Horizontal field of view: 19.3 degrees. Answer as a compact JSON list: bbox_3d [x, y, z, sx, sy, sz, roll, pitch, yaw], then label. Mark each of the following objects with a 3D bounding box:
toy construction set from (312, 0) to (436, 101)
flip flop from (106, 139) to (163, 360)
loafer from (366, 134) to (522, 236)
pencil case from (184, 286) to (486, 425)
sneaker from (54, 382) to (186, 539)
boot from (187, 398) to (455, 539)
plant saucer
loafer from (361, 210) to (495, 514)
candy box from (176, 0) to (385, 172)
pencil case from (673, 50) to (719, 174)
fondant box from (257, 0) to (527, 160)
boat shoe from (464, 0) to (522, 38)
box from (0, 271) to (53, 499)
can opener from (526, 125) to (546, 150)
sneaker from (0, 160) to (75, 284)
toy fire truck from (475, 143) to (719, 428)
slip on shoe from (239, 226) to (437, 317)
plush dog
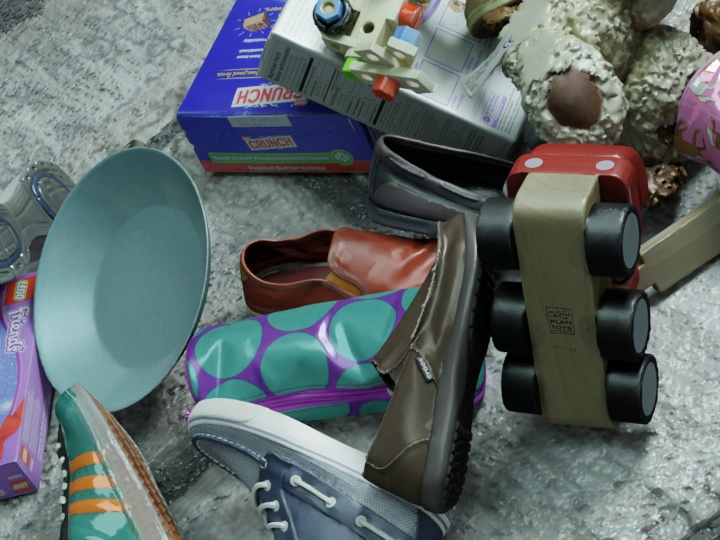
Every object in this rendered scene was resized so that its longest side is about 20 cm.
[{"bbox_3d":[0.041,-0.199,1.513,0.131,0.092,0.200,18,62,22],"label":"toy construction set"},{"bbox_3d":[-0.166,-0.012,1.649,0.081,0.058,0.200,-44,49,33],"label":"flip flop"},{"bbox_3d":[0.098,-0.056,1.510,0.200,0.063,0.072,7,29,19],"label":"loafer"},{"bbox_3d":[-0.019,0.067,1.469,0.200,0.085,0.092,-10,36,21],"label":"pencil case"},{"bbox_3d":[-0.181,0.163,1.464,0.080,0.071,0.200,-34,51,2],"label":"sneaker"},{"bbox_3d":[-0.044,0.155,1.390,0.200,0.073,0.090,18,63,26],"label":"boot"},{"bbox_3d":[-0.167,0.010,1.573,0.201,0.039,0.201,-15,67,42],"label":"plant saucer"},{"bbox_3d":[0.040,0.053,1.354,0.071,0.073,0.200,6,68,14],"label":"loafer"},{"bbox_3d":[-0.032,-0.173,1.717,0.169,0.077,0.200,3,50,29],"label":"candy box"},{"bbox_3d":[0.304,-0.078,1.409,0.200,0.083,0.086,30,34,32],"label":"pencil case"},{"bbox_3d":[0.041,-0.174,1.612,0.200,0.058,0.144,25,56,-2],"label":"fondant box"},{"bbox_3d":[0.149,-0.243,1.597,0.200,0.073,0.063,-34,81,-21],"label":"boat shoe"},{"bbox_3d":[-0.305,0.097,1.632,0.137,0.039,0.200,-15,43,16],"label":"box"},{"bbox_3d":[0.175,-0.166,1.611,0.053,0.067,0.200,36,51,0],"label":"can opener"},{"bbox_3d":[-0.284,-0.029,1.679,0.087,0.075,0.200,-29,3,30],"label":"sneaker"},{"bbox_3d":[0.174,-0.016,1.392,0.129,0.176,0.200,3,35,23],"label":"toy fire truck"},{"bbox_3d":[0.000,0.000,1.542,0.200,0.061,0.074,-3,46,24],"label":"slip on shoe"},{"bbox_3d":[0.186,-0.139,1.499,0.160,0.172,0.200,-5,53,60],"label":"plush dog"}]
